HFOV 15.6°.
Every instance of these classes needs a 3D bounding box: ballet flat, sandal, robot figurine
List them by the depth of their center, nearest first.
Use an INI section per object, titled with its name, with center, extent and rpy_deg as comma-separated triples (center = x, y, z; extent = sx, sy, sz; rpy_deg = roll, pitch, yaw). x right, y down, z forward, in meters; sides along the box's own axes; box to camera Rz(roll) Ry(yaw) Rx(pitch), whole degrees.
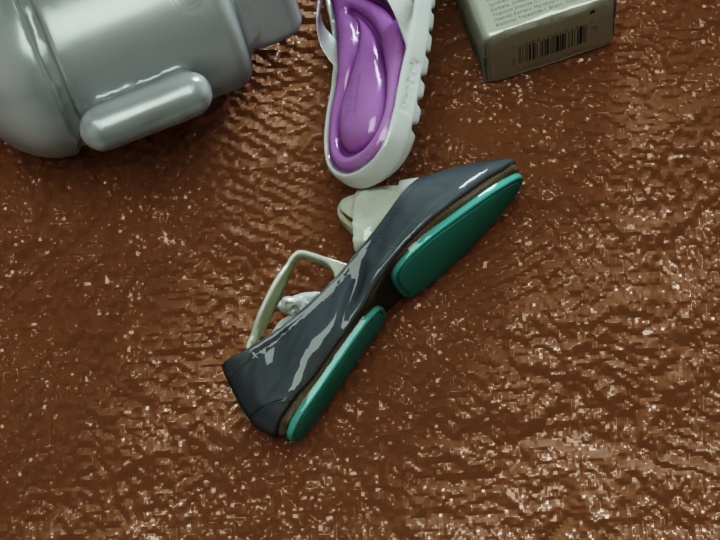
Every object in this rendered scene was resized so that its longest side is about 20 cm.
[ballet flat]
center = 0.000, 0.000, 1.405
extent = 0.073, 0.073, 0.200
rpy_deg = 40, 82, 14
[sandal]
center = 0.001, -0.143, 1.429
extent = 0.082, 0.050, 0.203
rpy_deg = -27, 54, 38
[robot figurine]
center = -0.136, -0.132, 1.431
extent = 0.200, 0.113, 0.170
rpy_deg = -23, 45, -3

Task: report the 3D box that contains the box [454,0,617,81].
[box]
center = 0.074, -0.213, 1.464
extent = 0.082, 0.068, 0.200
rpy_deg = -17, 72, -2
